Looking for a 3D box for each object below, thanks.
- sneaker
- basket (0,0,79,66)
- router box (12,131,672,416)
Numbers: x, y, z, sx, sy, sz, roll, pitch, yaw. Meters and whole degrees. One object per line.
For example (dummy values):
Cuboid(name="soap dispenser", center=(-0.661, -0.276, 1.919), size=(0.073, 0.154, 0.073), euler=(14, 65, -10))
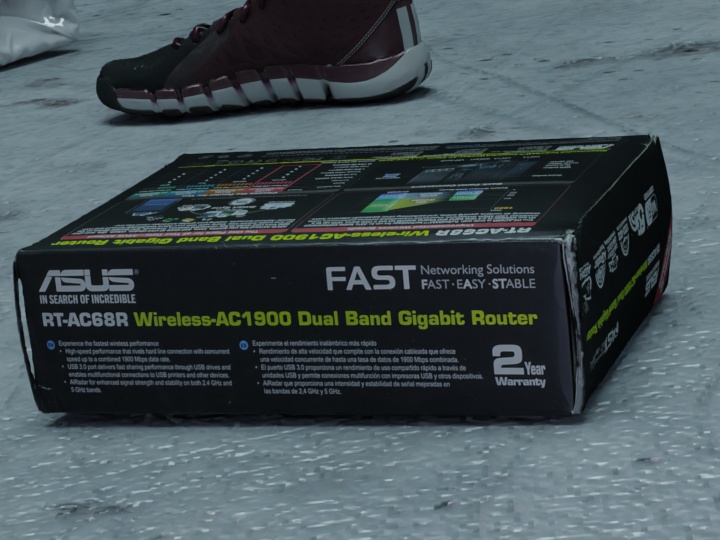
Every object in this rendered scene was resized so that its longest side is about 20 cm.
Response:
Cuboid(name="sneaker", center=(-0.061, -0.154, 1.324), size=(0.200, 0.116, 0.076), euler=(-4, 15, 10))
Cuboid(name="basket", center=(-0.333, -0.232, 1.602), size=(0.161, 0.198, 0.200), euler=(0, 16, 41))
Cuboid(name="router box", center=(0.000, 0.000, 0.810), size=(0.200, 0.062, 0.150), euler=(-1, 15, 20))
